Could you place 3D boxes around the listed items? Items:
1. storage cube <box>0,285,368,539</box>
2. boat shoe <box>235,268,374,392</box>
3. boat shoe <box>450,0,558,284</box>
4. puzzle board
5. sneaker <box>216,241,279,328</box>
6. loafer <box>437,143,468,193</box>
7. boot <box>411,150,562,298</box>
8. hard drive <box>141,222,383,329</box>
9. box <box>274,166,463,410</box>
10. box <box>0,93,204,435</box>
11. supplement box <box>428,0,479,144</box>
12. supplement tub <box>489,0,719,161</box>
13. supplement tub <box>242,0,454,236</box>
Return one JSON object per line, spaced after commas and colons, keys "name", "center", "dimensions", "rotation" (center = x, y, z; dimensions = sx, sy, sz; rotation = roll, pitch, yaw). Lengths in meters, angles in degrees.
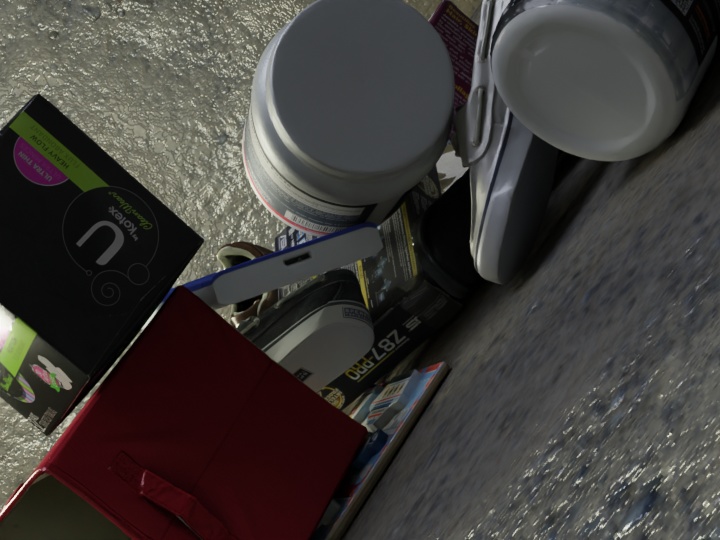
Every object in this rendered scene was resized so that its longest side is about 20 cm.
{"name": "storage cube", "center": [-0.132, 0.156, 0.965], "dimensions": [0.200, 0.170, 0.180], "rotation": [-47, 8, 46]}
{"name": "boat shoe", "center": [-0.075, 0.068, 1.072], "dimensions": [0.200, 0.071, 0.068], "rotation": [-38, 44, 26]}
{"name": "boat shoe", "center": [0.092, -0.095, 0.943], "dimensions": [0.072, 0.065, 0.202], "rotation": [-6, -74, -62]}
{"name": "puzzle board", "center": [-0.009, 0.136, 1.029], "dimensions": [0.151, 0.017, 0.200], "rotation": [-56, 7, -16]}
{"name": "sneaker", "center": [-0.081, 0.067, 1.200], "dimensions": [0.070, 0.075, 0.201], "rotation": [-32, 59, 22]}
{"name": "loafer", "center": [0.085, -0.078, 1.240], "dimensions": [0.200, 0.069, 0.075], "rotation": [-52, 6, 24]}
{"name": "boot", "center": [0.128, -0.088, 1.031], "dimensions": [0.200, 0.066, 0.165], "rotation": [-46, 11, 29]}
{"name": "hard drive", "center": [-0.082, 0.006, 1.067], "dimensions": [0.131, 0.026, 0.200], "rotation": [-19, 1, -25]}
{"name": "box", "center": [0.000, 0.000, 1.142], "dimensions": [0.161, 0.049, 0.201], "rotation": [-43, 32, 26]}
{"name": "box", "center": [-0.215, 0.004, 0.963], "dimensions": [0.125, 0.148, 0.200], "rotation": [-52, 4, -25]}
{"name": "supplement box", "center": [0.077, -0.154, 1.443], "dimensions": [0.103, 0.131, 0.201], "rotation": [-46, 9, 52]}
{"name": "supplement tub", "center": [0.169, -0.173, 0.865], "dimensions": [0.201, 0.122, 0.123], "rotation": [-57, 7, -33]}
{"name": "supplement tub", "center": [-0.011, -0.107, 1.013], "dimensions": [0.141, 0.140, 0.200], "rotation": [-55, 1, -12]}
